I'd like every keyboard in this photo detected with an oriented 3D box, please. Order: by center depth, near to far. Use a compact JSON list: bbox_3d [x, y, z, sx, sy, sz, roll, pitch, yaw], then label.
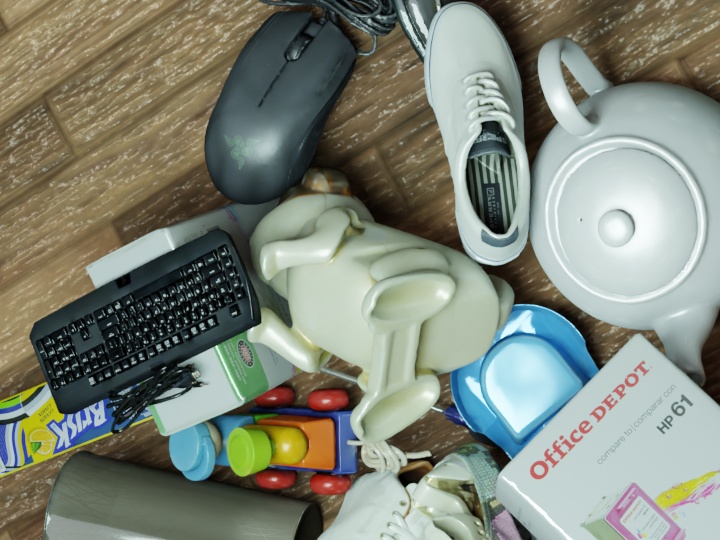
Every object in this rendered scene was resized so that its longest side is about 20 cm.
[{"bbox_3d":[-0.160,0.053,1.410,0.199,0.040,0.104,-27,88,29],"label":"keyboard"}]

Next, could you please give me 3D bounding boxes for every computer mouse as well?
[{"bbox_3d":[-0.066,-0.150,1.506,0.138,0.053,0.201,21,83,14],"label":"computer mouse"}]

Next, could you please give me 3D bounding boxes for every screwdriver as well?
[{"bbox_3d":[0.056,0.106,1.552,0.199,0.029,0.028,22,139,17],"label":"screwdriver"}]

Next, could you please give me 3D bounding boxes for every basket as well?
[{"bbox_3d":[-0.141,0.235,1.598,0.199,0.181,0.137,5,59,14],"label":"basket"}]

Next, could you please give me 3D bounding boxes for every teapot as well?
[{"bbox_3d":[0.200,-0.046,1.403,0.199,0.146,0.198,24,107,18],"label":"teapot"}]

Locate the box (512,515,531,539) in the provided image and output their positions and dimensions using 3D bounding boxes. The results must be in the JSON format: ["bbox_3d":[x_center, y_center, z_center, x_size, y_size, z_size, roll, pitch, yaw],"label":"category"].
[{"bbox_3d":[0.090,0.325,1.503,0.164,0.166,0.200,41,112,10],"label":"box"}]

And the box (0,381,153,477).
[{"bbox_3d":[-0.241,0.117,1.655,0.199,0.070,0.065,-21,90,24],"label":"box"}]

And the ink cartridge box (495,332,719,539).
[{"bbox_3d":[0.210,0.165,1.319,0.145,0.085,0.200,-44,74,-9],"label":"ink cartridge box"}]

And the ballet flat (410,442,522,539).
[{"bbox_3d":[0.077,0.186,1.409,0.071,0.200,0.069,15,117,-21],"label":"ballet flat"}]

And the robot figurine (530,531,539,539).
[{"bbox_3d":[0.187,0.235,1.394,0.058,0.144,0.201,-41,52,54],"label":"robot figurine"}]

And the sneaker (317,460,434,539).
[{"bbox_3d":[0.019,0.210,1.496,0.084,0.200,0.073,-27,112,24],"label":"sneaker"}]

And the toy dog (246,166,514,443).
[{"bbox_3d":[0.000,0.000,1.453,0.200,0.193,0.140,36,141,39],"label":"toy dog"}]

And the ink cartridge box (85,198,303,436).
[{"bbox_3d":[-0.107,0.029,1.514,0.087,0.200,0.146,-25,91,27],"label":"ink cartridge box"}]

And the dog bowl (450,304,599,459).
[{"bbox_3d":[0.155,0.118,1.489,0.111,0.050,0.200,-39,83,4],"label":"dog bowl"}]

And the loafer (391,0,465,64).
[{"bbox_3d":[0.058,-0.237,1.469,0.072,0.073,0.201,-17,94,20],"label":"loafer"}]

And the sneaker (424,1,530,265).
[{"bbox_3d":[0.094,-0.107,1.408,0.073,0.071,0.201,-10,80,-9],"label":"sneaker"}]

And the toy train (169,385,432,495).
[{"bbox_3d":[-0.053,0.139,1.521,0.199,0.115,0.085,-1,90,48],"label":"toy train"}]
